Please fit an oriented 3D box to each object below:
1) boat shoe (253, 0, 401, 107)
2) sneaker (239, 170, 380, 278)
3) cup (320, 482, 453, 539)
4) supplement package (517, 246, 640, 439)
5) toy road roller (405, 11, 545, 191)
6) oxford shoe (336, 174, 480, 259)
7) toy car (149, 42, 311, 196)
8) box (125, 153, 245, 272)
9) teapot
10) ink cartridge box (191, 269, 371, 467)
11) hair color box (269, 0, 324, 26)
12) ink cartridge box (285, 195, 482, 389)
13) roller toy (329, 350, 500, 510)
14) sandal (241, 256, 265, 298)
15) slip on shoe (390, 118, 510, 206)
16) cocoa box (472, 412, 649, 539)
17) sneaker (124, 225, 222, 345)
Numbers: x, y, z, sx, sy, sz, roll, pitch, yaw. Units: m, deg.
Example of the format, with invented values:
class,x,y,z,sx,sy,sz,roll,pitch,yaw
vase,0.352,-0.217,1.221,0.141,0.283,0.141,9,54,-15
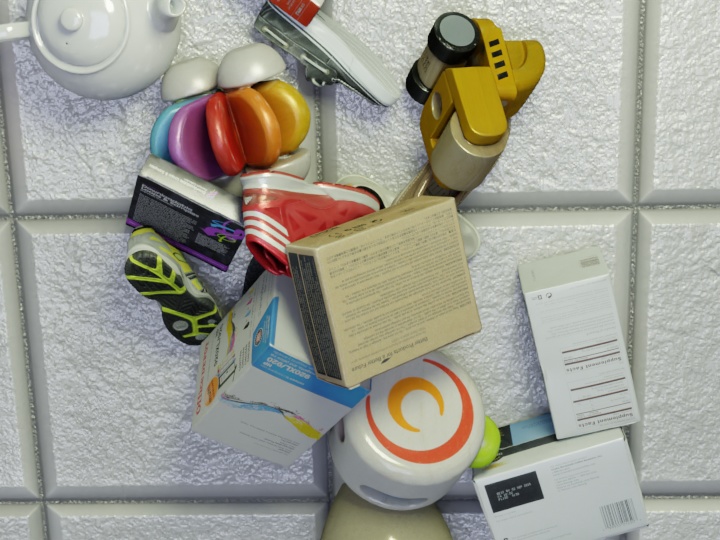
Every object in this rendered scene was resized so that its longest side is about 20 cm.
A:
class,x,y,z,sx,sy,sz,roll,pitch,yaw
boat shoe,-0.041,-0.257,1.638,0.200,0.072,0.071,41,113,1
sneaker,-0.062,-0.044,1.578,0.199,0.078,0.117,9,81,-38
cup,0.031,0.345,1.773,0.198,0.200,0.145,-6,80,4
supplement package,0.273,0.090,1.707,0.109,0.114,0.202,-13,108,7
toy road roller,0.148,-0.200,1.588,0.145,0.123,0.202,-3,65,-18
oxford shoe,0.056,-0.059,1.697,0.199,0.058,0.076,24,105,-7
toy car,-0.164,-0.162,1.606,0.199,0.150,0.176,-6,111,31
box,-0.206,-0.066,1.640,0.142,0.200,0.036,26,72,-6
teapot,-0.314,-0.289,1.575,0.197,0.146,0.200,39,105,3
ink cartridge box,-0.095,0.115,1.659,0.144,0.148,0.200,24,133,-22
hair color box,-0.108,-0.390,1.568,0.199,0.064,0.111,34,68,-8
ink cartridge box,0.028,0.021,1.543,0.199,0.075,0.166,-20,106,-31
roller toy,0.054,0.197,1.701,0.182,0.140,0.201,-29,73,-25
sandal,-0.119,0.030,1.743,0.075,0.045,0.201,28,121,-2
slip on shoe,0.116,-0.123,1.646,0.200,0.061,0.076,-45,106,-7
cocoa box,0.253,0.269,1.754,0.198,0.131,0.134,-17,107,7
sneaker,-0.227,0.019,1.709,0.075,0.077,0.201,-18,136,10
